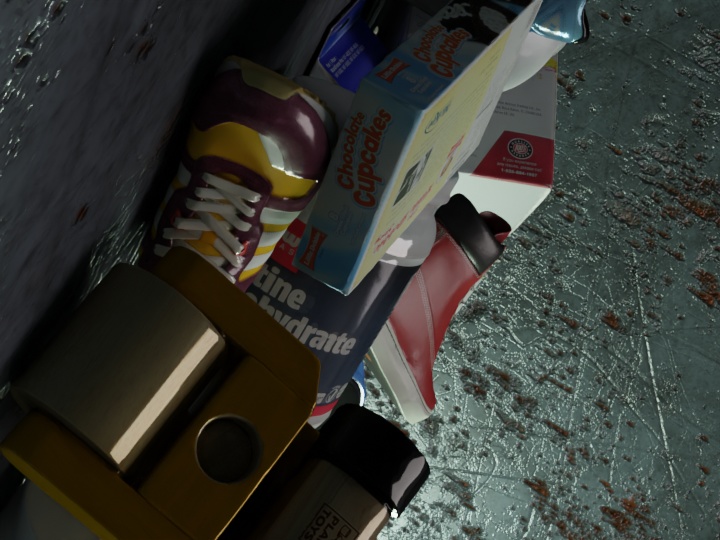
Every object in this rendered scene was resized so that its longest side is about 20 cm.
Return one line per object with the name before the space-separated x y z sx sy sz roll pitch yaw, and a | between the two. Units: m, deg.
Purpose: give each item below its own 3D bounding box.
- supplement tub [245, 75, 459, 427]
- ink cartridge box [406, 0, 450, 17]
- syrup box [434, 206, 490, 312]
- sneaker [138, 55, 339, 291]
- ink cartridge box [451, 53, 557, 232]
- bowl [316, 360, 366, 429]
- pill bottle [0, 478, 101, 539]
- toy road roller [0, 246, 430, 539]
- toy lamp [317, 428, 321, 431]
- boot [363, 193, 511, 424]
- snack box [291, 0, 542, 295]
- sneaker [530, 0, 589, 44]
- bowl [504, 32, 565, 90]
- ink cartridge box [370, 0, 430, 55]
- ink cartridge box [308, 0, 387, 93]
supplement tub | -0.039 -0.009 0.850 0.201 0.140 0.140 -59 179 17
ink cartridge box | 0.077 -0.255 0.813 0.146 0.084 0.200 -59 -179 29
syrup box | 0.000 0.000 1.046 0.199 0.082 0.079 -3 137 -45
sneaker | -0.068 -0.027 0.665 0.090 0.075 0.200 -64 -179 -25
ink cartridge box | 0.091 -0.153 1.205 0.145 0.144 0.201 123 -25 -69
bowl | -0.087 0.119 1.115 0.200 0.040 0.201 -17 149 -10
pill bottle | -0.172 0.186 0.793 0.114 0.114 0.200 -58 179 -43
toy road roller | -0.079 0.098 0.656 0.123 0.200 0.146 -51 -169 -22
toy lamp | -0.101 0.132 0.837 0.058 0.199 0.059 20 67 -60
boot | 0.064 0.030 1.008 0.144 0.072 0.200 -34 145 -9
snack box | 0.037 -0.083 0.701 0.200 0.037 0.117 -49 165 -52
sneaker | 0.170 -0.244 0.892 0.201 0.090 0.078 -60 -179 29
bowl | 0.121 -0.228 1.071 0.201 0.090 0.202 -31 -126 55
ink cartridge box | 0.015 -0.144 1.101 0.200 0.045 0.177 -58 -166 35
ink cartridge box | -0.033 -0.115 1.014 0.200 0.039 0.100 -60 178 37
